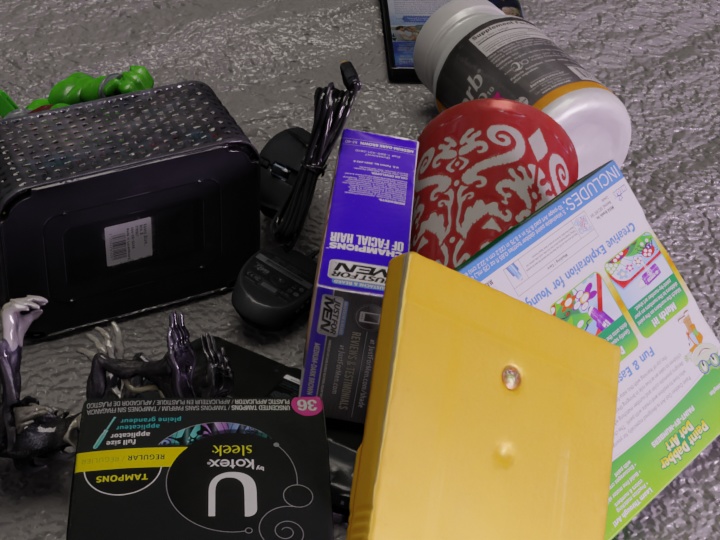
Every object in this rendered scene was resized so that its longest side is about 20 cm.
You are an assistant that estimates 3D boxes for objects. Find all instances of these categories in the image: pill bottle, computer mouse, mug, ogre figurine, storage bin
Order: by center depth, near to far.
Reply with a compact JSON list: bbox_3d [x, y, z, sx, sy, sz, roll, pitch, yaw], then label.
[{"bbox_3d":[0.112,-0.019,1.145,0.175,0.134,0.201,-9,39,18],"label":"mug"},{"bbox_3d":[-0.182,-0.046,1.157,0.198,0.136,0.094,-16,42,-22],"label":"storage bin"},{"bbox_3d":[-0.047,-0.101,1.190,0.046,0.142,0.200,22,10,-7],"label":"computer mouse"},{"bbox_3d":[-0.037,-0.006,1.210,0.058,0.034,0.200,31,38,16],"label":"computer mouse"},{"bbox_3d":[-0.256,-0.100,1.234,0.098,0.201,0.120,32,5,-26],"label":"ogre figurine"},{"bbox_3d":[0.132,-0.147,1.326,0.115,0.117,0.200,-16,42,-23],"label":"pill bottle"}]

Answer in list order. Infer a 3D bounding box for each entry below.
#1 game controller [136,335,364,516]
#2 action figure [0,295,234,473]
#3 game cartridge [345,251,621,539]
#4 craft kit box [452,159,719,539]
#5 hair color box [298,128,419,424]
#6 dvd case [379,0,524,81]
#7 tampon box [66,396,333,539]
[{"bbox_3d":[-0.056,0.104,1.069,0.198,0.043,0.104,22,28,21],"label":"game controller"},{"bbox_3d":[-0.184,0.073,0.998,0.198,0.119,0.103,-12,75,20],"label":"action figure"},{"bbox_3d":[0.075,0.112,0.921,0.175,0.032,0.202,24,64,-28],"label":"game cartridge"},{"bbox_3d":[0.152,0.056,1.038,0.199,0.048,0.199,-32,90,-37],"label":"craft kit box"},{"bbox_3d":[0.000,0.000,1.091,0.064,0.110,0.201,8,35,-2],"label":"hair color box"},{"bbox_3d":[0.091,-0.244,1.521,0.141,0.018,0.201,0,40,-4],"label":"dvd case"},{"bbox_3d":[-0.090,0.186,0.882,0.148,0.127,0.201,0,38,-6],"label":"tampon box"}]
